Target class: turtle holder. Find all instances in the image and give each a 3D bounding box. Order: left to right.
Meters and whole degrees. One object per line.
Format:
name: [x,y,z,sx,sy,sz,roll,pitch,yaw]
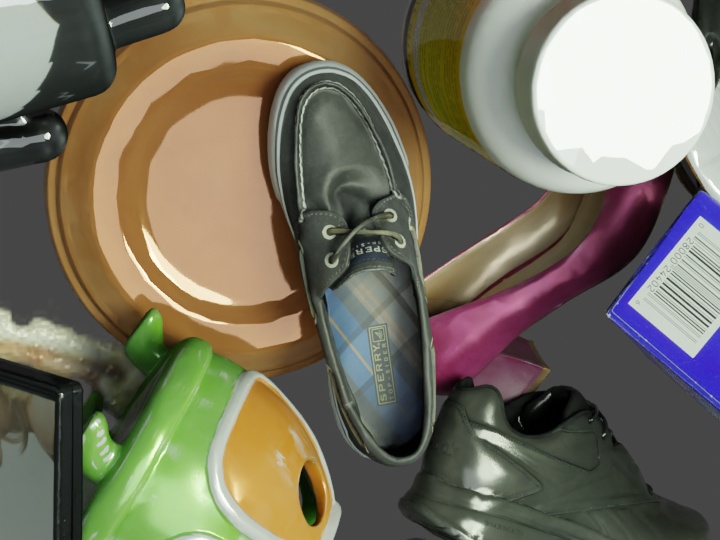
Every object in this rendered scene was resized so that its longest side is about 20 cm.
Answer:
turtle holder: [-0.094,0.128,0.904,0.131,0.141,0.186,32,102,-8]

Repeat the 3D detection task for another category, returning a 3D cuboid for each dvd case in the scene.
dvd case: [-0.202,0.102,0.871,0.017,0.199,0.144,-12,109,-49]

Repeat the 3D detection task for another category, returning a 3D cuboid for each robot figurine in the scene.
robot figurine: [-0.183,-0.124,0.843,0.198,0.125,0.152,-16,87,-8]

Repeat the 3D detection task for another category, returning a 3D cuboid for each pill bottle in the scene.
pill bottle: [0.090,-0.097,0.867,0.110,0.200,0.113,-2,103,-10]

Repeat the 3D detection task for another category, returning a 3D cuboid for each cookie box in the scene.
cookie box: [0.211,0.057,0.898,0.171,0.200,0.075,41,92,15]

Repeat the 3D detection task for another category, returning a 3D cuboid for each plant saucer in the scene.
plant saucer: [-0.058,-0.039,0.935,0.198,0.037,0.202,-3,103,-11]

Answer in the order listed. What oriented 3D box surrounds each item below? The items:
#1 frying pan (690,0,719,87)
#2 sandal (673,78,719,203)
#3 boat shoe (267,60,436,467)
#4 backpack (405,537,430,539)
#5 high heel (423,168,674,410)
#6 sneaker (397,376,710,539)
frying pan: [0.180,-0.164,0.915,0.114,0.031,0.192,4,70,-35]
sandal: [0.200,-0.060,0.933,0.059,0.206,0.080,-25,90,37]
boat shoe: [0.000,0.000,0.898,0.069,0.066,0.202,-9,100,-9]
backpack: [0.056,0.246,0.952,0.146,0.183,0.202,14,102,-37]
high heel: [0.083,-0.022,0.953,0.095,0.067,0.201,24,110,-26]
sneaker: [0.114,0.109,0.968,0.199,0.076,0.092,17,88,-38]
